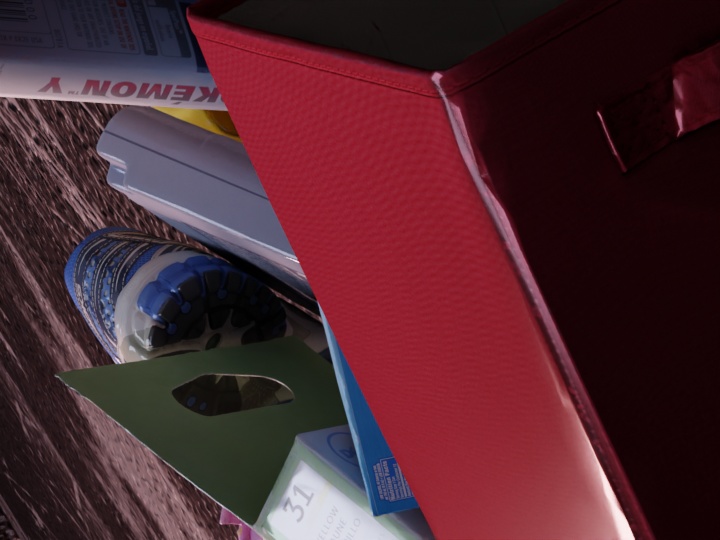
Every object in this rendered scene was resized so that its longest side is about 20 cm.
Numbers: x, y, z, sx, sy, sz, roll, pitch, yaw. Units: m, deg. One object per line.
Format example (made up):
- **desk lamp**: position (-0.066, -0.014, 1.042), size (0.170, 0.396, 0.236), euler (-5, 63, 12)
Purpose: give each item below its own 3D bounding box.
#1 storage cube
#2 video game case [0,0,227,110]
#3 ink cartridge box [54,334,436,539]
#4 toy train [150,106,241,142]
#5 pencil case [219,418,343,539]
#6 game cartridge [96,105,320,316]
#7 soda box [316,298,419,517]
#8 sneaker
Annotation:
- **storage cube**: position (0.088, -0.022, 0.754), size (0.180, 0.171, 0.200), euler (65, 164, -18)
- **video game case**: position (-0.071, -0.133, 0.979), size (0.023, 0.182, 0.200), euler (-60, 38, 43)
- **ink cartridge box**: position (0.012, 0.067, 1.007), size (0.200, 0.145, 0.048), euler (39, 115, 27)
- **toy train**: position (-0.083, -0.109, 1.160), size (0.200, 0.056, 0.150), euler (38, -145, -42)
- **pencil case**: position (0.024, 0.099, 1.164), size (0.087, 0.087, 0.200), euler (56, -159, 18)
- **game cartridge**: position (0.000, 0.000, 1.088), size (0.133, 0.041, 0.200), euler (28, 177, 29)
- **soda box**: position (0.011, -0.029, 0.894), size (0.068, 0.064, 0.200), euler (-98, -4, -68)
- **sneaker**: position (-0.051, 0.034, 1.167), size (0.085, 0.077, 0.200), euler (32, 170, 36)
